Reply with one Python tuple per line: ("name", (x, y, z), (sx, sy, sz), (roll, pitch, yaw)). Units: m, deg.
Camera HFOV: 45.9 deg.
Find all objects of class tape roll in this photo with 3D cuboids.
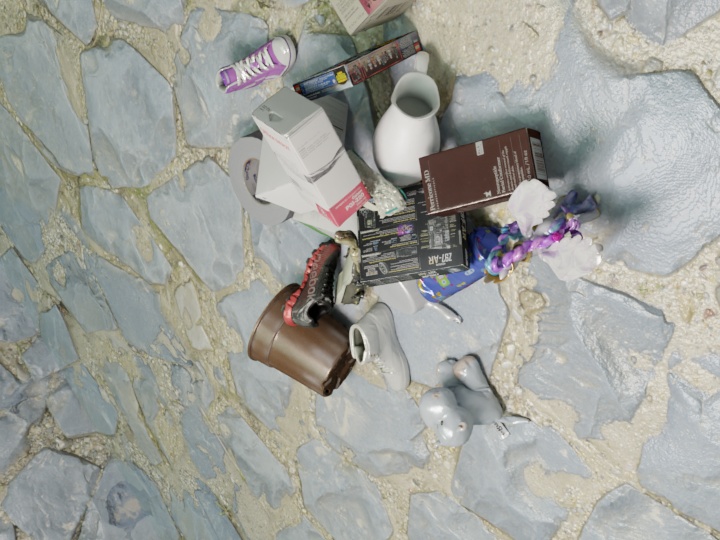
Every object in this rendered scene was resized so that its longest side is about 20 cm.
("tape roll", (-0.198, -0.202, 1.844), (0.198, 0.066, 0.204), (25, 130, 34))

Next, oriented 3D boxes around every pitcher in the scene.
("pitcher", (0.088, -0.261, 1.483), (0.119, 0.174, 0.201), (12, 147, 2))

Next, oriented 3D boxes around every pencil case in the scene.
("pencil case", (0.182, -0.011, 1.558), (0.087, 0.078, 0.199), (51, 140, -2))

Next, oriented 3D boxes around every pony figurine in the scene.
("pony figurine", (0.290, -0.055, 1.327), (0.168, 0.199, 0.193), (54, 139, 6))

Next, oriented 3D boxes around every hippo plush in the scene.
("hippo plush", (0.186, 0.286, 1.669), (0.201, 0.160, 0.160), (51, 139, 9))

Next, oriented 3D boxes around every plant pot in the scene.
("plant pot", (-0.116, 0.166, 1.898), (0.197, 0.200, 0.202), (32, 134, 17))

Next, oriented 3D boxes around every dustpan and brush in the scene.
("dustpan and brush", (0.113, 0.054, 1.689), (0.200, 0.057, 0.140), (43, 156, 21))

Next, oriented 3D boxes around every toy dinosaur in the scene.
("toy dinosaur", (0.000, 0.000, 1.595), (0.047, 0.090, 0.201), (-3, 152, 18))

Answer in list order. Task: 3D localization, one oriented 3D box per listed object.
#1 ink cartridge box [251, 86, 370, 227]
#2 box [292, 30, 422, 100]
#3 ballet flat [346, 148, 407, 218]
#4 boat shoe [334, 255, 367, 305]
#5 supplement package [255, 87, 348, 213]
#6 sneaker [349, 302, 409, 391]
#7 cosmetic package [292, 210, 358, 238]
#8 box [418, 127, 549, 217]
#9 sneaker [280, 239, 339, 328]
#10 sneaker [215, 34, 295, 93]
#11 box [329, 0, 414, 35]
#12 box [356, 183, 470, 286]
("ink cartridge box", (-0.083, -0.193, 1.435), (0.145, 0.085, 0.201), (39, 166, 49))
("box", (-0.003, -0.347, 1.452), (0.135, 0.199, 0.040), (-6, 113, 46))
("ballet flat", (0.010, -0.154, 1.510), (0.200, 0.071, 0.073), (47, 144, 50))
("boat shoe", (-0.008, 0.014, 1.756), (0.059, 0.073, 0.202), (10, 151, -9))
("supplement package", (-0.111, -0.229, 1.625), (0.120, 0.118, 0.204), (-11, 68, 48))
("sneaker", (0.033, 0.185, 1.801), (0.073, 0.115, 0.203), (-3, 112, 44))
("cosmetic package", (-0.022, -0.101, 1.676), (0.198, 0.107, 0.086), (21, 86, 38))
("box", (0.201, -0.159, 1.396), (0.197, 0.074, 0.102), (-13, 84, 32))
("sneaker", (-0.085, 0.034, 1.797), (0.097, 0.203, 0.071), (20, 167, 35))
("sneaker", (-0.218, -0.403, 1.707), (0.199, 0.114, 0.074), (-20, 97, 48))
("box", (0.000, -0.515, 1.405), (0.108, 0.127, 0.202), (-30, 91, 49))
("box", (0.091, -0.067, 1.514), (0.196, 0.043, 0.164), (-11, 73, 23))
